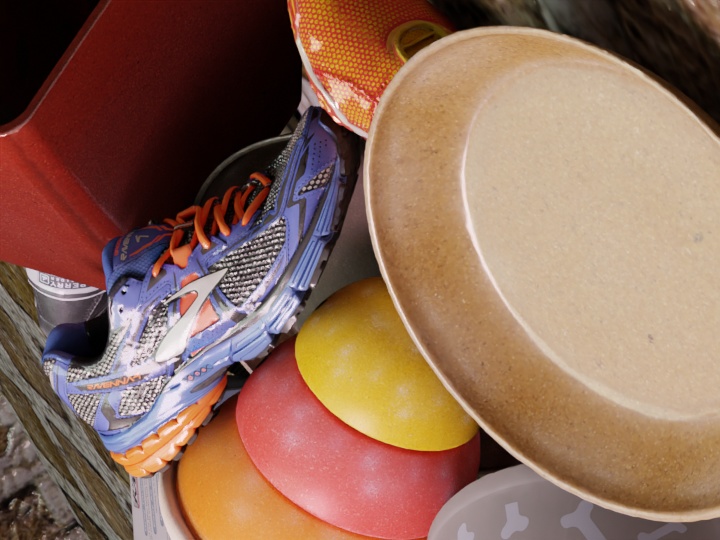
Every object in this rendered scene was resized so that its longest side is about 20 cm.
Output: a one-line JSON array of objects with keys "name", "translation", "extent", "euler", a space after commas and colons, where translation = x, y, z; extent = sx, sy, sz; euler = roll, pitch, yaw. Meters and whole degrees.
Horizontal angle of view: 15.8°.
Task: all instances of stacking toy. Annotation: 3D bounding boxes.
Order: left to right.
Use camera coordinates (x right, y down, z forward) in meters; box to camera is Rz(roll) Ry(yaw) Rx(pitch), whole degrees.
[{"name": "stacking toy", "translation": [0.011, 0.051, 1.112], "extent": [0.146, 0.146, 0.200], "euler": [48, 126, 30]}]

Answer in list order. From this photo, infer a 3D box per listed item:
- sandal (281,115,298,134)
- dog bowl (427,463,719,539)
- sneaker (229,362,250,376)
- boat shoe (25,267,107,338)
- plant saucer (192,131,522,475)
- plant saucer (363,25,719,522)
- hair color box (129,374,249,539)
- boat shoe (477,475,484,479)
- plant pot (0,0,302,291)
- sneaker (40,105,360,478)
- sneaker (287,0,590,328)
[{"name": "sandal", "translation": [-0.085, -0.081, 1.344], "extent": [0.080, 0.057, 0.201], "euler": [10, 147, 38]}, {"name": "dog bowl", "translation": [0.114, 0.162, 1.056], "extent": [0.199, 0.059, 0.200], "euler": [13, 140, 11]}, {"name": "sneaker", "translation": [-0.066, 0.015, 1.381], "extent": [0.199, 0.076, 0.114], "euler": [30, 167, -35]}, {"name": "boat shoe", "translation": [-0.134, -0.040, 1.395], "extent": [0.200, 0.073, 0.068], "euler": [-83, -1, -48]}, {"name": "plant saucer", "translation": [0.018, 0.010, 1.157], "extent": [0.200, 0.032, 0.201], "euler": [17, 137, 16]}, {"name": "plant saucer", "translation": [0.088, -0.004, 0.935], "extent": [0.200, 0.035, 0.201], "euler": [28, 136, 31]}, {"name": "hair color box", "translation": [-0.075, 0.106, 1.356], "extent": [0.200, 0.060, 0.099], "euler": [176, 89, -73]}, {"name": "boat shoe", "translation": [0.042, 0.105, 1.306], "extent": [0.072, 0.062, 0.200], "euler": [14, 159, 34]}, {"name": "plant pot", "translation": [-0.139, -0.100, 1.188], "extent": [0.199, 0.200, 0.176], "euler": [15, 152, 34]}, {"name": "sneaker", "translation": [-0.069, 0.004, 1.092], "extent": [0.078, 0.200, 0.075], "euler": [34, -153, -11]}, {"name": "sneaker", "translation": [0.047, -0.060, 1.028], "extent": [0.200, 0.073, 0.077], "euler": [49, 145, 9]}]
